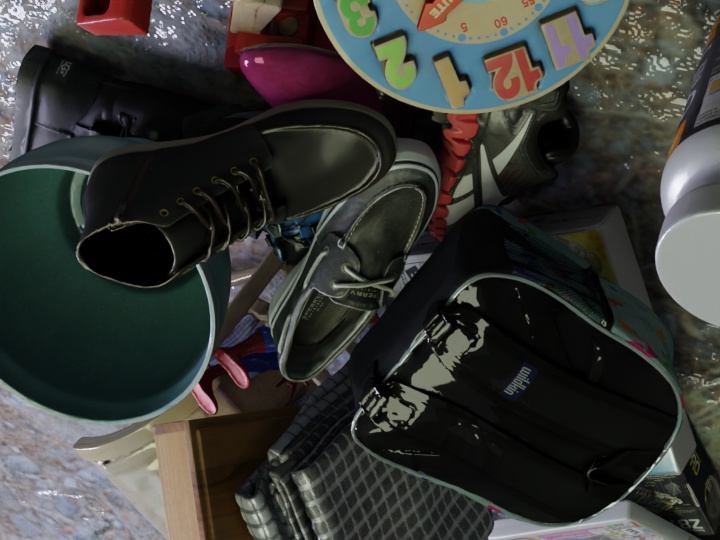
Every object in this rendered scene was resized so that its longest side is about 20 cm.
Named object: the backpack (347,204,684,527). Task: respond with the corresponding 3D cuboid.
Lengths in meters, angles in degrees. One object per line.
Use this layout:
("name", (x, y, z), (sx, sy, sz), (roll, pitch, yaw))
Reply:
("backpack", (0.107, 0.068, 1.286), (0.200, 0.151, 0.178), (30, 118, -14))

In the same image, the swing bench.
("swing bench", (-0.082, 0.124, 1.510), (0.129, 0.200, 0.199), (-16, 126, 39))

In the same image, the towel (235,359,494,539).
("towel", (0.012, 0.162, 1.383), (0.085, 0.200, 0.166), (-5, 116, 35))

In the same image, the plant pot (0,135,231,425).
("plant pot", (-0.174, -0.013, 1.359), (0.200, 0.134, 0.201), (8, 122, 14))

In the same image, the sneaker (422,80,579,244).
("sneaker", (0.092, -0.075, 1.300), (0.098, 0.071, 0.201), (13, 146, 2))

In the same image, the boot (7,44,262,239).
("boot", (-0.158, -0.072, 1.449), (0.199, 0.066, 0.165), (17, 142, 3))

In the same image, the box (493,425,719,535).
("box", (0.164, 0.144, 1.522), (0.199, 0.049, 0.161), (-8, 128, 33))

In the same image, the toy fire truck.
("toy fire truck", (-0.064, -0.164, 1.249), (0.199, 0.049, 0.141), (1, 168, 27))

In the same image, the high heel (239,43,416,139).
("high heel", (-0.021, -0.081, 1.266), (0.067, 0.096, 0.200), (1, 168, 25))

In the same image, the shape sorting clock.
("shape sorting clock", (0.068, -0.185, 1.160), (0.199, 0.039, 0.201), (-3, 122, -5))

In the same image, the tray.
("tray", (-0.063, 0.148, 1.388), (0.037, 0.200, 0.099), (-12, 85, 35))

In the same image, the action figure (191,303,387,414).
("action figure", (-0.041, 0.052, 1.425), (0.052, 0.200, 0.065), (50, 129, 8))

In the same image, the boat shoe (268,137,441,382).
("boat shoe", (0.000, 0.000, 1.287), (0.072, 0.071, 0.200), (11, 134, -21))

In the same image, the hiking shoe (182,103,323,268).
("hiking shoe", (-0.044, -0.049, 1.333), (0.074, 0.087, 0.200), (-16, 151, 38))

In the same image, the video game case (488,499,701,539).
("video game case", (0.219, 0.232, 1.558), (0.143, 0.018, 0.200), (-16, 145, 43))

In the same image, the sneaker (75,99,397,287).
("sneaker", (-0.073, -0.040, 1.189), (0.199, 0.106, 0.075), (-13, 118, 7))

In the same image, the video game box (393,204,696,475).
("video game box", (0.128, 0.058, 1.409), (0.182, 0.047, 0.201), (-6, 114, 35))

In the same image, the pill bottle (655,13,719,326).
("pill bottle", (0.239, -0.067, 1.130), (0.116, 0.200, 0.117), (15, 139, 13))
